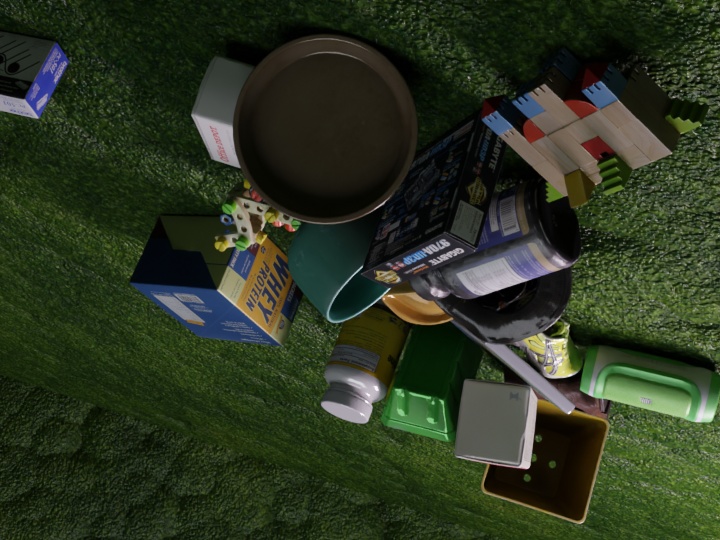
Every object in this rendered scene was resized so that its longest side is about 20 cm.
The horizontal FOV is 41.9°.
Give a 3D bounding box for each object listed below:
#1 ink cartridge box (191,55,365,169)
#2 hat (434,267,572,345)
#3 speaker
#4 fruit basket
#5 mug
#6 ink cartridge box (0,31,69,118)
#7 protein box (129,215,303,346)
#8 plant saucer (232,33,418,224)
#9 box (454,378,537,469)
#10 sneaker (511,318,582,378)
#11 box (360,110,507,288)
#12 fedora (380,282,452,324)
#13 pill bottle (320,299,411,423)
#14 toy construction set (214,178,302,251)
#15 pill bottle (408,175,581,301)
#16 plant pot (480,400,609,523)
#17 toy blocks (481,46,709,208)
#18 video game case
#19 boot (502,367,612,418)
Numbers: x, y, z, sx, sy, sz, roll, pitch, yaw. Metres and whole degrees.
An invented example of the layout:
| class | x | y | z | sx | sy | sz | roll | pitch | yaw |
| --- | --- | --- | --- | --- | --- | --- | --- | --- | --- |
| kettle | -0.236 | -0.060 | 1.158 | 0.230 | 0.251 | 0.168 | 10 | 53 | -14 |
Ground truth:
| class | x | y | z | sx | sy | sz | roll | pitch | yaw |
| --- | --- | --- | --- | --- | --- | --- | --- | --- | --- |
| ink cartridge box | -0.084 | -0.162 | 1.103 | 0.199 | 0.085 | 0.146 | 19 | 167 | 6 |
| hat | 0.185 | -0.008 | 1.243 | 0.200 | 0.201 | 0.081 | 12 | -160 | 17 |
| speaker | 0.446 | 0.173 | 1.451 | 0.199 | 0.089 | 0.089 | 13 | 156 | 16 |
| fruit basket | 0.116 | 0.202 | 1.626 | 0.155 | 0.216 | 0.216 | 12 | 156 | 15 |
| mug | -0.009 | -0.031 | 1.248 | 0.114 | 0.185 | 0.152 | 47 | 144 | 19 |
| ink cartridge box | -0.488 | -0.262 | 1.211 | 0.199 | 0.094 | 0.044 | 14 | 157 | 15 |
| protein box | -0.234 | 0.018 | 1.580 | 0.198 | 0.135 | 0.200 | 3 | 152 | 33 |
| plant saucer | -0.037 | -0.150 | 1.006 | 0.200 | 0.201 | 0.029 | 17 | -174 | 5 |
| box | 0.228 | 0.256 | 1.554 | 0.109 | 0.128 | 0.200 | 6 | 169 | 15 |
| sneaker | 0.294 | 0.112 | 1.451 | 0.076 | 0.076 | 0.200 | -10 | 147 | 41 |
| box | 0.083 | -0.076 | 1.086 | 0.046 | 0.159 | 0.200 | 27 | 156 | -19 |
| fedora | 0.091 | 0.021 | 1.344 | 0.200 | 0.082 | 0.201 | 5 | 144 | 4 |
| pill bottle | 0.007 | 0.151 | 1.597 | 0.112 | 0.200 | 0.113 | 19 | 157 | 8 |
| toy construction set | -0.110 | -0.073 | 1.331 | 0.199 | 0.092 | 0.131 | 7 | 128 | 2 |
| pill bottle | 0.154 | -0.030 | 1.135 | 0.200 | 0.112 | 0.112 | -20 | 137 | 35 |
| plant pot | 0.349 | 0.366 | 1.840 | 0.199 | 0.201 | 0.176 | 17 | 168 | 6 |
| toy blocks | 0.212 | -0.153 | 0.919 | 0.137 | 0.100 | 0.200 | 40 | 152 | -16 |
| video game case | 0.228 | 0.136 | 1.487 | 0.200 | 0.022 | 0.182 | 39 | 179 | -23 |
| boot | 0.332 | 0.192 | 1.624 | 0.199 | 0.064 | 0.187 | 16 | 155 | 21 |
